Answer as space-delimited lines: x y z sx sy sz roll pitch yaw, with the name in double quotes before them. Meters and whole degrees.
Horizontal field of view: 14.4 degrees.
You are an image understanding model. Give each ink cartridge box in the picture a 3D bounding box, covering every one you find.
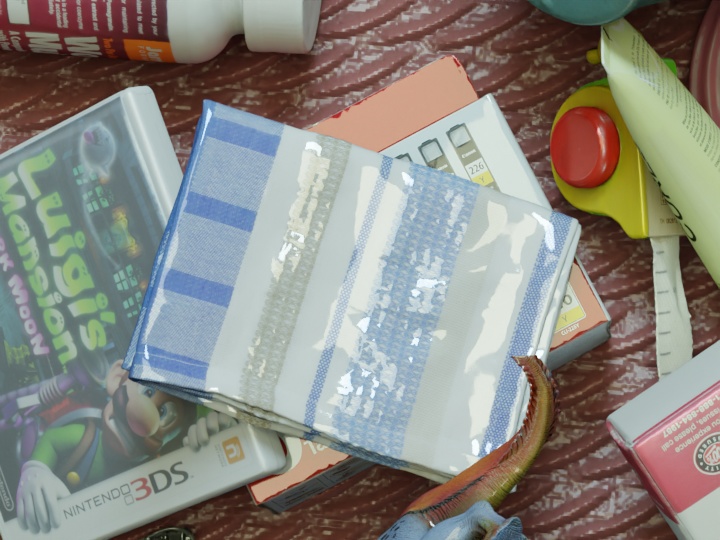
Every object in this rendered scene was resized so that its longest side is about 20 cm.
"ink cartridge box" 0.000 0.000 1.448 0.199 0.084 0.176 -28 80 1
"ink cartridge box" 0.234 0.120 1.384 0.145 0.085 0.200 -34 98 -1

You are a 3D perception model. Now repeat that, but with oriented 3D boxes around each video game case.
"video game case" -0.141 0.033 1.430 0.181 0.023 0.201 -24 84 35

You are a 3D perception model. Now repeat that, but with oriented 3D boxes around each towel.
"towel" -0.001 0.014 1.368 0.199 0.024 0.148 18 82 -7

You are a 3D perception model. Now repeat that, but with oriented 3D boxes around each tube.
"tube" 0.170 -0.043 1.409 0.052 0.058 0.200 -46 115 -19

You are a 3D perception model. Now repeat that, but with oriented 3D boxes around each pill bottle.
"pill bottle" -0.122 -0.164 1.468 0.199 0.110 0.110 5 82 5

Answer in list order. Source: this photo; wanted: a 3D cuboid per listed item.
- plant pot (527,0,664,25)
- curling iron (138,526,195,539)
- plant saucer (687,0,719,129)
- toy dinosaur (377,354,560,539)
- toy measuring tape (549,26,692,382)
"plant pot" 0.149 -0.218 1.374 0.188 0.200 0.200 -36 79 -29
"curling iron" -0.037 0.191 1.451 0.199 0.026 0.050 30 88 8
"plant saucer" 0.268 -0.094 1.457 0.199 0.051 0.202 -1 82 5
"toy dinosaur" 0.029 0.150 1.371 0.105 0.181 0.201 26 71 -36
"toy measuring tape" 0.133 -0.024 1.452 0.073 0.074 0.201 -4 88 4
